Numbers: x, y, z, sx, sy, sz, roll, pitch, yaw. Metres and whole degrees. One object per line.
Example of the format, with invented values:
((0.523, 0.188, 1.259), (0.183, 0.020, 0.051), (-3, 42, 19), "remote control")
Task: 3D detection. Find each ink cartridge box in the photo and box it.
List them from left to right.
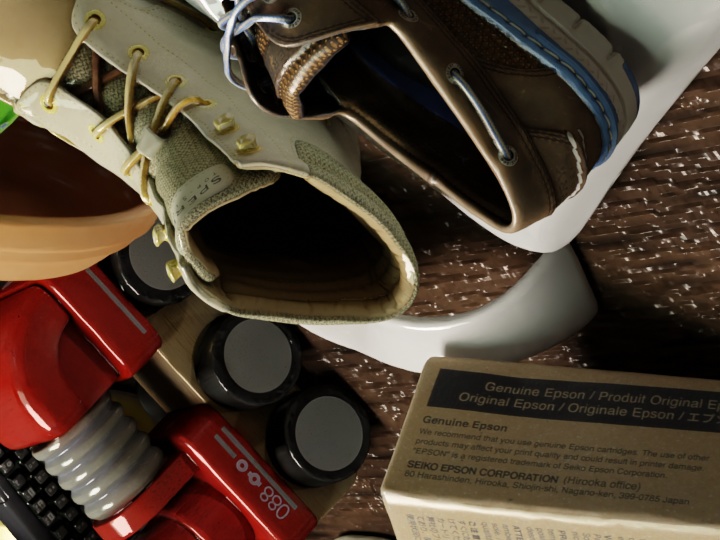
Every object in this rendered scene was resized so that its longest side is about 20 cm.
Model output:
((0.112, 0.127, 1.110), (0.164, 0.075, 0.200), (4, 139, 20), "ink cartridge box")

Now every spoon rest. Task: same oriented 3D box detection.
((0.000, 0.000, 1.148), (0.200, 0.061, 0.099), (14, 142, 44), "spoon rest")

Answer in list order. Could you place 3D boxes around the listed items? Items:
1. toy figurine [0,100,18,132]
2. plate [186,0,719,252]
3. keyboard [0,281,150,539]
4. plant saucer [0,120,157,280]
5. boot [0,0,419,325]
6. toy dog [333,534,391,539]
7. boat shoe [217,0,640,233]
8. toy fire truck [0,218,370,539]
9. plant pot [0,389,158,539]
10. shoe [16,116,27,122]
((-0.234, -0.151, 1.128), (0.200, 0.150, 0.184), (19, -157, -37), "toy figurine")
((0.016, -0.100, 0.970), (0.200, 0.032, 0.200), (37, 148, 2), "plate")
((-0.168, 0.099, 1.354), (0.200, 0.127, 0.021), (53, 162, -20), "keyboard")
((-0.184, -0.040, 1.215), (0.200, 0.200, 0.038), (25, 110, 33), "plant saucer")
((-0.077, -0.054, 1.024), (0.200, 0.072, 0.155), (22, -160, -22), "boot")
((0.004, 0.245, 1.358), (0.140, 0.200, 0.194), (50, 154, -16), "toy dog")
((-0.008, -0.087, 0.910), (0.200, 0.072, 0.072), (33, 148, 8), "boat shoe")
((-0.126, 0.095, 1.311), (0.176, 0.200, 0.129), (48, 154, -12), "toy fire truck")
((-0.138, 0.173, 1.485), (0.201, 0.201, 0.189), (14, 126, 45), "plant pot")
((-0.221, -0.112, 1.253), (0.200, 0.091, 0.072), (39, 154, 8), "shoe")
